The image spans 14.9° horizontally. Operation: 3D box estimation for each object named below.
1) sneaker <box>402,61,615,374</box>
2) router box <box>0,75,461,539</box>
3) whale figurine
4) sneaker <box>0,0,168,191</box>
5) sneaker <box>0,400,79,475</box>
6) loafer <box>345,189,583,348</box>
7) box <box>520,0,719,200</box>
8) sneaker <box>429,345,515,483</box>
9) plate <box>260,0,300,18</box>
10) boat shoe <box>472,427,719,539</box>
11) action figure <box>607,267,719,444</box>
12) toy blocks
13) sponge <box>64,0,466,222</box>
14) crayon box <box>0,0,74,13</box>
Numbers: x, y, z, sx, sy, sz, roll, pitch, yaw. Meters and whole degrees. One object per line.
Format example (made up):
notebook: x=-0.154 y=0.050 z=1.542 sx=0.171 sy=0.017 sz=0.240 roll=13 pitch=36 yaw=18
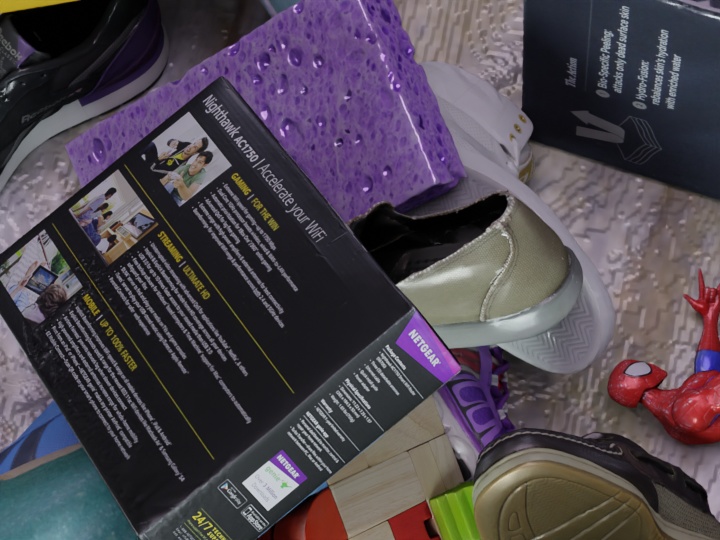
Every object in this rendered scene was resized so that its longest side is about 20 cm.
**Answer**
sneaker: x=0.069 y=-0.036 z=1.346 sx=0.200 sy=0.074 sz=0.115 roll=44 pitch=32 yaw=20
router box: x=-0.067 y=0.022 z=1.203 sx=0.149 sy=0.051 sz=0.200 roll=-39 pitch=44 yaw=0
whale figurine: x=-0.136 y=0.139 z=1.263 sx=0.159 sy=0.104 sz=0.200 roll=41 pitch=97 yaw=-19
sneaker: x=-0.190 y=-0.092 z=1.397 sx=0.200 sy=0.088 sz=0.076 roll=-39 pitch=72 yaw=-12
sneaker: x=-0.142 y=0.098 z=1.345 sx=0.200 sy=0.078 sz=0.066 roll=-38 pitch=114 yaw=3
loafer: x=0.000 y=0.000 z=1.265 sx=0.199 sy=0.070 sz=0.075 roll=-12 pitch=36 yaw=17
box: x=0.185 y=-0.124 z=1.334 sx=0.199 sy=0.197 sz=0.118 roll=18 pitch=70 yaw=9
sneaker: x=0.049 y=0.053 z=1.340 sx=0.083 sy=0.081 sz=0.200 roll=-23 pitch=72 yaw=-19
plate: x=-0.038 y=-0.206 z=1.385 sx=0.025 sy=0.200 sz=0.201 roll=-5 pitch=67 yaw=23
boat shoe: x=0.108 y=0.108 z=1.264 sx=0.073 sy=0.200 sz=0.065 roll=-30 pitch=54 yaw=19
action figure: x=0.222 y=0.049 z=1.337 sx=0.199 sy=0.065 sz=0.099 roll=8 pitch=78 yaw=5
toy blocks: x=-0.006 y=0.146 z=1.256 sx=0.136 sy=0.100 sz=0.201 roll=-21 pitch=91 yaw=-39
sponge: x=-0.049 y=-0.053 z=1.334 sx=0.200 sy=0.030 sz=0.112 roll=-28 pitch=80 yaw=35
crayon box: x=-0.123 y=-0.184 z=1.373 sx=0.126 sy=0.051 sz=0.200 roll=-6 pitch=28 yaw=24
